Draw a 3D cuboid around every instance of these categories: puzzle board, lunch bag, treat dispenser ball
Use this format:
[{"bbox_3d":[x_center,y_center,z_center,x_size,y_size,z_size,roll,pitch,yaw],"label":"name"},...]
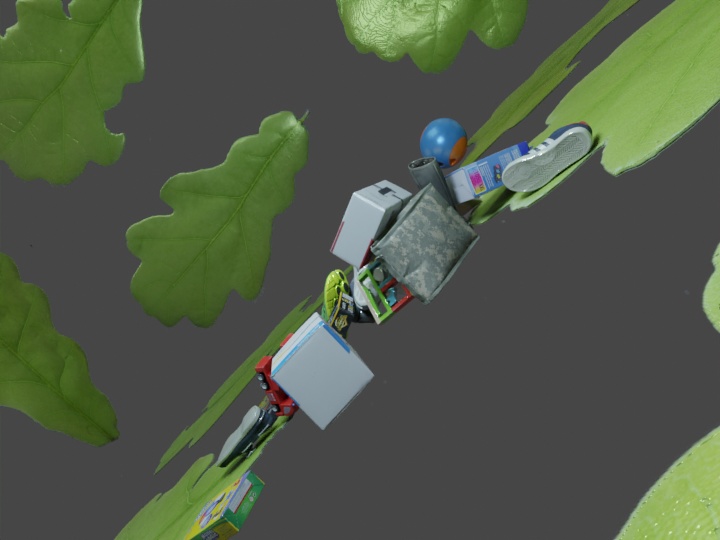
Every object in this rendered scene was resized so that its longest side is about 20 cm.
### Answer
[{"bbox_3d":[0.202,-0.141,1.560,0.148,0.018,0.200,-2,-26,-38],"label":"puzzle board"},{"bbox_3d":[0.126,-0.046,1.235,0.200,0.164,0.117,-48,6,-29],"label":"lunch bag"},{"bbox_3d":[0.343,-0.524,2.455,0.201,0.201,0.201,-44,7,7],"label":"treat dispenser ball"}]

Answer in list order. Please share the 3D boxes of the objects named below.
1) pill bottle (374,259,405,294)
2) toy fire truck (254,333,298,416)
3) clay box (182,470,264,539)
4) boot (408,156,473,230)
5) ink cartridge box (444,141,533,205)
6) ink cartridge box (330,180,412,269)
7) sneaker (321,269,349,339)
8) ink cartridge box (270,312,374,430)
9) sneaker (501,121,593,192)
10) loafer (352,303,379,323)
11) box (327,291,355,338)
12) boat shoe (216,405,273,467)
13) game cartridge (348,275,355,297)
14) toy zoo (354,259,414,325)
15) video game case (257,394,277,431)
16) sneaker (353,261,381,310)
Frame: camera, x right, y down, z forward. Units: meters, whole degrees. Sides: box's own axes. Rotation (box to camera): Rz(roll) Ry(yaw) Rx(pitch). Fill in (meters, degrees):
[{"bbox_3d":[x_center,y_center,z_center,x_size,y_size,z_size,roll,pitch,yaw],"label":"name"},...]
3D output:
[{"bbox_3d":[0.088,-0.029,1.478,0.109,0.109,0.201,-42,27,20],"label":"pill bottle"},{"bbox_3d":[-0.167,0.246,1.371,0.139,0.203,0.049,-7,24,30],"label":"toy fire truck"},{"bbox_3d":[-0.277,0.481,1.152,0.199,0.048,0.115,-41,8,30],"label":"clay box"},{"bbox_3d":[0.167,-0.165,1.408,0.073,0.201,0.181,-49,20,-24],"label":"boot"},{"bbox_3d":[0.308,-0.226,1.363,0.197,0.078,0.136,-22,4,-11],"label":"ink cartridge box"},{"bbox_3d":[0.029,-0.107,1.320,0.200,0.083,0.146,-34,-29,-63],"label":"ink cartridge box"},{"bbox_3d":[-0.076,0.095,1.566,0.073,0.205,0.083,-9,21,-31],"label":"sneaker"},{"bbox_3d":[-0.082,0.194,1.198,0.145,0.147,0.200,-46,8,-4],"label":"ink cartridge box"},{"bbox_3d":[0.374,-0.228,1.186,0.198,0.075,0.085,-27,19,41],"label":"sneaker"},{"bbox_3d":[0.021,0.098,1.551,0.200,0.062,0.073,-58,-17,-73],"label":"loafer"},{"bbox_3d":[-0.073,0.167,1.451,0.160,0.049,0.203,-94,29,-78],"label":"box"},{"bbox_3d":[-0.288,0.421,1.475,0.201,0.061,0.075,-54,21,13],"label":"boat shoe"},{"bbox_3d":[-0.013,0.065,1.639,0.202,0.040,0.134,108,-175,-45],"label":"game cartridge"},{"bbox_3d":[0.086,0.011,1.352,0.199,0.133,0.020,-41,-31,21],"label":"toy zoo"},{"bbox_3d":[-0.253,0.385,1.635,0.180,0.025,0.201,-41,10,37],"label":"video game case"},{"bbox_3d":[0.000,0.000,1.465,0.074,0.117,0.202,-18,36,9],"label":"sneaker"}]
